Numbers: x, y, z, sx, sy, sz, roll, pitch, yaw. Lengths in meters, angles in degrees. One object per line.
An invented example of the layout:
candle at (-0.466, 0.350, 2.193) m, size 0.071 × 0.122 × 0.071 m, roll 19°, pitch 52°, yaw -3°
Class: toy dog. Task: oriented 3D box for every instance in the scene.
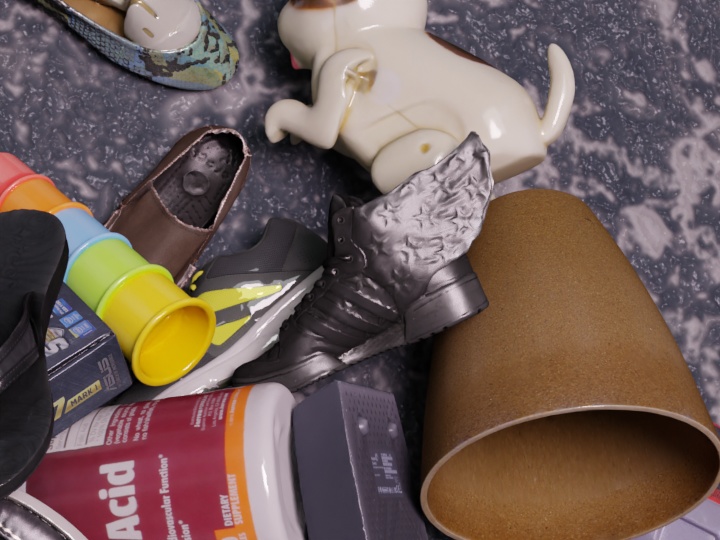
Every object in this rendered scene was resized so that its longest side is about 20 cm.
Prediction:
toy dog at (0.022, -0.129, 0.940) m, size 0.200 × 0.194 × 0.139 m, roll 58°, pitch 25°, yaw 9°

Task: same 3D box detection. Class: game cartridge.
game cartridge at (0.200, 0.152, 1.002) m, size 0.199 × 0.038 × 0.130 m, roll 27°, pitch 73°, yaw -9°

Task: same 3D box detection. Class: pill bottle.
pill bottle at (-0.133, 0.134, 0.820) m, size 0.199 × 0.114 × 0.115 m, roll -9°, pitch 77°, yaw 9°

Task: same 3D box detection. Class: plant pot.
plant pot at (0.123, 0.053, 0.919) m, size 0.186 × 0.187 × 0.201 m, roll 8°, pitch 51°, yaw -16°

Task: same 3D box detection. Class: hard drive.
hard drive at (0.010, 0.170, 0.837) m, size 0.042 × 0.135 × 0.201 m, roll -15°, pitch 78°, yaw 14°

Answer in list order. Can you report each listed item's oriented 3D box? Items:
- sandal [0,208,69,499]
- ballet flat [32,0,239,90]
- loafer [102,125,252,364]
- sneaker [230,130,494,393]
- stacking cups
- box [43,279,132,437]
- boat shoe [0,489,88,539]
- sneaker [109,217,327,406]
sandal at (-0.199, 0.033, 0.751) m, size 0.075 × 0.048 × 0.201 m, roll -5°, pitch 46°, yaw 0°
ballet flat at (-0.169, -0.188, 0.957) m, size 0.199 × 0.074 × 0.074 m, roll 26°, pitch 69°, yaw -10°
loafer at (-0.137, -0.023, 0.919) m, size 0.073 × 0.071 × 0.200 m, roll 32°, pitch 68°, yaw -7°
sneaker at (-0.001, 0.000, 0.858) m, size 0.199 × 0.060 × 0.105 m, roll -22°, pitch 91°, yaw 9°
stacking cups at (-0.172, -0.006, 0.870) m, size 0.060 × 0.061 × 0.200 m, roll -37°, pitch 53°, yaw -23°
box at (-0.253, 0.040, 0.821) m, size 0.157 × 0.051 × 0.200 m, roll -34°, pitch 51°, yaw -22°
boat shoe at (-0.158, 0.201, 0.751) m, size 0.200 × 0.074 × 0.060 m, roll 56°, pitch 34°, yaw -12°
sneaker at (-0.092, 0.042, 0.927) m, size 0.200 × 0.075 × 0.085 m, roll -36°, pitch 66°, yaw -20°
